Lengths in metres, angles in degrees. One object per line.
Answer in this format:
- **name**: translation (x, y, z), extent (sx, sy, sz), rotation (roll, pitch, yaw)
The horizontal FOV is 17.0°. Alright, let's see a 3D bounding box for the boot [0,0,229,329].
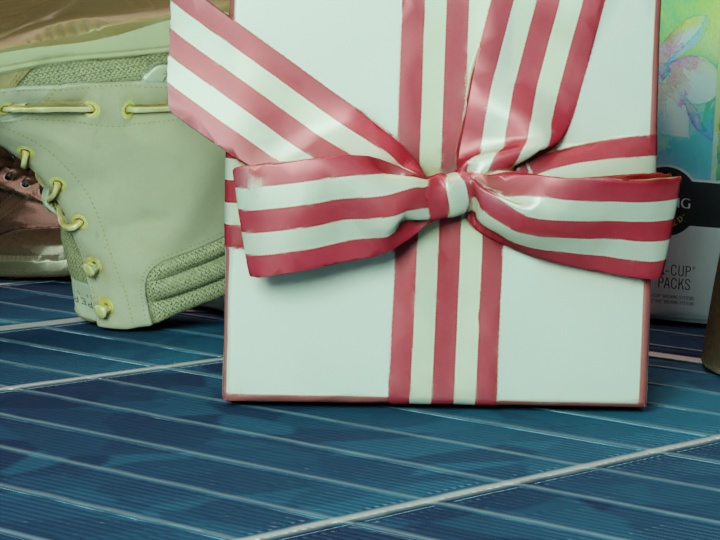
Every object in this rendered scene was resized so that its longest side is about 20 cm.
- **boot**: translation (-0.140, -0.045, 1.063), extent (0.199, 0.156, 0.073), rotation (-11, 30, -14)

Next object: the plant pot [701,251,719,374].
- **plant pot**: translation (0.238, -0.056, 1.000), extent (0.186, 0.201, 0.187), rotation (1, 7, 0)

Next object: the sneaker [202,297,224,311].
- **sneaker**: translation (-0.045, -0.041, 1.160), extent (0.200, 0.119, 0.074), rotation (6, 8, 37)

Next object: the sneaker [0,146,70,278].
- **sneaker**: translation (-0.200, -0.037, 1.289), extent (0.199, 0.076, 0.070), rotation (2, 6, 10)

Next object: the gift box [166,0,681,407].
- **gift box**: translation (0.020, -0.051, 0.948), extent (0.184, 0.201, 0.187), rotation (-4, 8, -2)

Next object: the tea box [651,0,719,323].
- **tea box**: translation (0.220, -0.079, 1.213), extent (0.133, 0.197, 0.200), rotation (4, 7, 22)
